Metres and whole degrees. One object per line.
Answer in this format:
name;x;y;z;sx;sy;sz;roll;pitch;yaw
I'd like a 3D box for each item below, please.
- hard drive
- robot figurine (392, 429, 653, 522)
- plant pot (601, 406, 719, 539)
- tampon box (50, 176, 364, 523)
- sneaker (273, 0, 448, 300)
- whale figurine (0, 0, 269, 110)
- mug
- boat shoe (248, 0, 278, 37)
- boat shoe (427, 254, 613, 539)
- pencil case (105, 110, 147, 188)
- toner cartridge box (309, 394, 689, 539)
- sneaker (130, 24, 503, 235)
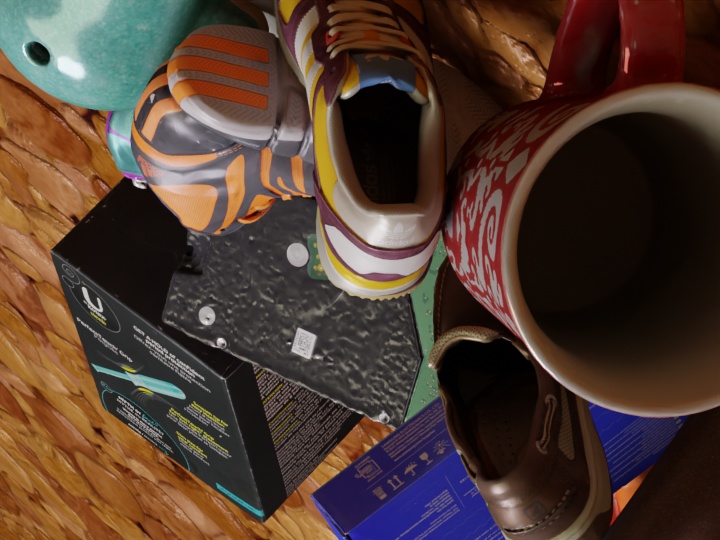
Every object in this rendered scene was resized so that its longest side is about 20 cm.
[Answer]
hard drive;0.000;0.000;1.403;0.200;0.038;0.140;23;110;22
robot figurine;0.093;0.108;1.487;0.144;0.116;0.200;59;176;43
plant pot;0.198;0.143;1.231;0.200;0.198;0.200;39;160;17
tampon box;-0.086;0.035;1.673;0.150;0.126;0.200;34;158;23
sneaker;0.006;-0.092;1.214;0.090;0.075;0.201;110;151;-65
whale figurine;-0.115;-0.151;1.285;0.159;0.104;0.200;44;146;-5
mug;0.116;-0.036;1.144;0.133;0.178;0.200;27;180;-10
boat shoe;-0.077;-0.128;1.409;0.200;0.068;0.075;19;146;48
boat shoe;0.067;0.044;1.256;0.075;0.075;0.203;43;-162;-37
pencil case;-0.046;-0.041;1.488;0.200;0.093;0.085;37;-162;15
toner cartridge box;0.080;0.094;1.355;0.043;0.200;0.095;44;167;51
sneaker;-0.021;-0.059;1.318;0.199;0.078;0.112;17;149;-19
